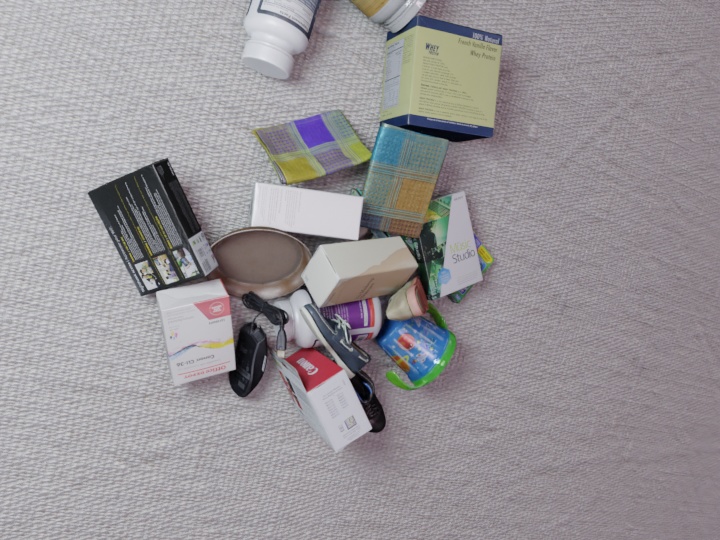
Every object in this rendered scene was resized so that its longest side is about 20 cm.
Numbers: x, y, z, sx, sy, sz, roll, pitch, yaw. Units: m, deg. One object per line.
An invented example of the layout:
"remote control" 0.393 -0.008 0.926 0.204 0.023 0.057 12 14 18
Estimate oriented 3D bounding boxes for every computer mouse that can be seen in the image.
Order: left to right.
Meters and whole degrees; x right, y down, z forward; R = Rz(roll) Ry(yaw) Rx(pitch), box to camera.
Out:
"computer mouse" -0.179 0.149 1.141 0.046 0.140 0.202 3 101 -47

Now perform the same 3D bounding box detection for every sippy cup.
"sippy cup" 0.108 0.149 1.279 0.130 0.178 0.140 38 109 -12

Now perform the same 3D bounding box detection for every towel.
"towel" -0.088 -0.235 1.150 0.198 0.023 0.144 -18 62 -24
"towel" 0.077 -0.170 1.181 0.145 0.022 0.202 10 107 -19

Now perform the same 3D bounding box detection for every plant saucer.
"plant saucer" -0.186 -0.016 1.116 0.198 0.032 0.201 -7 142 -5

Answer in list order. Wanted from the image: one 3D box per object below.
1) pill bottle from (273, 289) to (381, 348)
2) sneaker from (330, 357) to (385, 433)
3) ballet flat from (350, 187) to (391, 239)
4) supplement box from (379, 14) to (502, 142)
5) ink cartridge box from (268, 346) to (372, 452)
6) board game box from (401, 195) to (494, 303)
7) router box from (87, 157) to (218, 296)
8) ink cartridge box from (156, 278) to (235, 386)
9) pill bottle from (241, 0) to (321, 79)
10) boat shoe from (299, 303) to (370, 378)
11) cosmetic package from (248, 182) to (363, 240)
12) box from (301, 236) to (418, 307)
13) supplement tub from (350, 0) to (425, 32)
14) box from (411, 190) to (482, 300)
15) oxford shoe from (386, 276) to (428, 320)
"pill bottle" -0.065 0.089 1.197 0.198 0.112 0.114 -5 98 -24
"sneaker" 0.005 0.269 1.249 0.073 0.112 0.201 -37 109 -15
"ballet flat" 0.024 -0.072 1.246 0.074 0.074 0.201 -42 107 -14
"supplement box" 0.158 -0.375 1.231 0.198 0.134 0.202 2 96 -24
"ink cartridge box" -0.083 0.216 1.154 0.083 0.200 0.177 -29 108 -18
"board game box" 0.192 -0.045 1.343 0.135 0.029 0.200 -48 112 -12
"router box" -0.349 -0.069 1.038 0.148 0.051 0.202 -15 107 22
"ink cartridge box" -0.287 0.126 1.091 0.115 0.068 0.202 -13 123 -22
"pill bottle" -0.140 -0.456 1.095 0.119 0.119 0.202 18 89 -25
"boat shoe" -0.042 0.120 1.110 0.062 0.075 0.201 -37 125 -4
"cosmetic package" -0.104 -0.108 1.142 0.198 0.108 0.086 5 93 -15
"box" 0.000 0.000 1.144 0.199 0.095 0.078 -10 58 -39
"supplement tub" 0.027 -0.562 1.144 0.199 0.144 0.145 36 81 -23
"box" 0.177 -0.054 1.289 0.143 0.036 0.202 -20 100 -29
"oxford shoe" 0.089 0.058 1.206 0.073 0.200 0.071 -21 87 11
